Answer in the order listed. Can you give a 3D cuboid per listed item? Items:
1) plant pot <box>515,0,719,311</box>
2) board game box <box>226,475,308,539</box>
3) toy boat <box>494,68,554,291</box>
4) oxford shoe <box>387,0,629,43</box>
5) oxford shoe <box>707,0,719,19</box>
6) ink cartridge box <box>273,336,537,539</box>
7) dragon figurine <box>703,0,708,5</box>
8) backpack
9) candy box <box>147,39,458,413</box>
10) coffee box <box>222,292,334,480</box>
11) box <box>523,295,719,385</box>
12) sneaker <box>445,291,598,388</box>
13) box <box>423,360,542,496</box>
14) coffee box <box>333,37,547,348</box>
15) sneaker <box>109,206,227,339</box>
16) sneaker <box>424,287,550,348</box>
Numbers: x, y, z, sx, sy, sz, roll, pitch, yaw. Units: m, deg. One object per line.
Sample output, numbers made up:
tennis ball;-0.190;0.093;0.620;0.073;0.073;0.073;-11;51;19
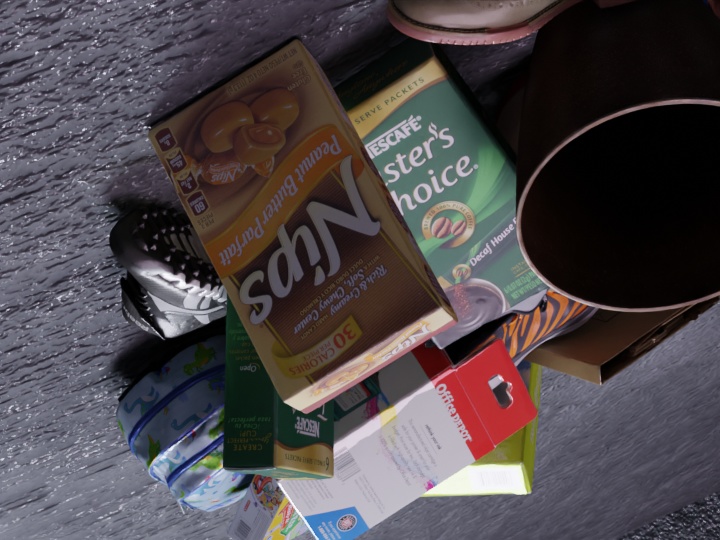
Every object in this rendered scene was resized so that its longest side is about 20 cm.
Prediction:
plant pot;0.181;-0.110;1.357;0.185;0.201;0.188;-3;137;-3
board game box;-0.022;0.131;1.687;0.134;0.034;0.201;-20;143;-53
toy boat;0.169;-0.087;1.572;0.129;0.132;0.201;-3;136;9
oxford shoe;0.105;-0.195;1.269;0.199;0.071;0.074;-21;137;-23
oxford shoe;0.268;-0.199;1.391;0.073;0.071;0.201;-13;132;-8
ink cartridge box;0.026;0.115;1.588;0.199;0.067;0.117;-32;138;-2
dragon figurine;0.263;-0.199;1.468;0.099;0.059;0.199;-37;131;28
backpack;-0.116;0.124;1.715;0.162;0.155;0.200;-31;147;7
candy box;-0.037;-0.028;1.292;0.115;0.201;0.055;-31;162;8
coffee box;-0.055;0.046;1.476;0.044;0.202;0.123;-2;169;18
box;0.180;0.030;1.771;0.163;0.199;0.021;-31;123;-35
sneaker;0.130;0.020;1.652;0.200;0.078;0.112;-46;160;-2
box;0.093;0.104;1.782;0.121;0.201;0.048;-3;134;13
coffee box;0.048;-0.051;1.397;0.122;0.044;0.200;-30;121;12
sneaker;-0.138;0.010;1.463;0.090;0.067;0.200;-34;163;12
sneaker;0.049;-0.006;1.505;0.198;0.078;0.141;11;123;-1
